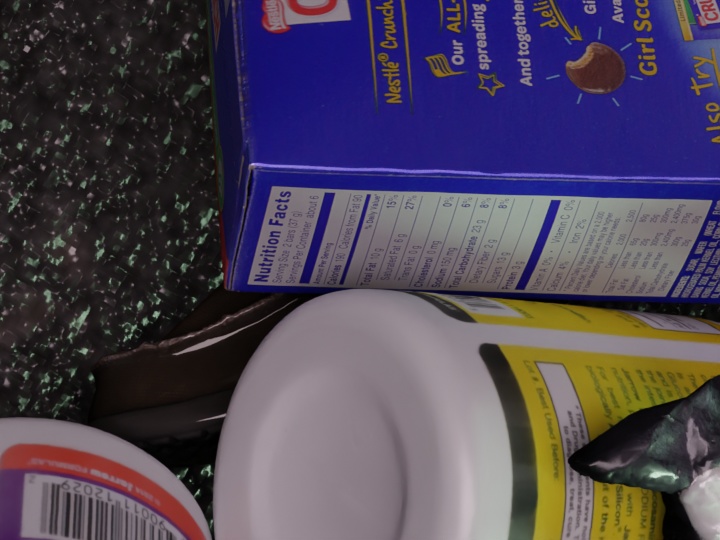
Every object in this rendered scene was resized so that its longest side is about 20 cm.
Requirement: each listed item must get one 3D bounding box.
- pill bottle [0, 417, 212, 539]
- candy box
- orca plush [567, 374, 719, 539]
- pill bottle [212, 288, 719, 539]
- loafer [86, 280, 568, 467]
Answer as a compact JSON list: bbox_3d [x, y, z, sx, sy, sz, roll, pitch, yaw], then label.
[{"bbox_3d":[-0.092,0.144,0.782,0.111,0.200,0.112,-1,130,-2],"label":"pill bottle"},{"bbox_3d":[0.055,-0.077,0.882,0.200,0.077,0.169,2,57,-10],"label":"candy box"},{"bbox_3d":[0.095,0.132,0.809,0.071,0.105,0.200,-16,113,29],"label":"orca plush"},{"bbox_3d":[0.065,0.067,0.874,0.200,0.112,0.113,6,91,-40],"label":"pill bottle"},{"bbox_3d":[0.000,0.000,0.924,0.200,0.073,0.071,-24,81,-13],"label":"loafer"}]
